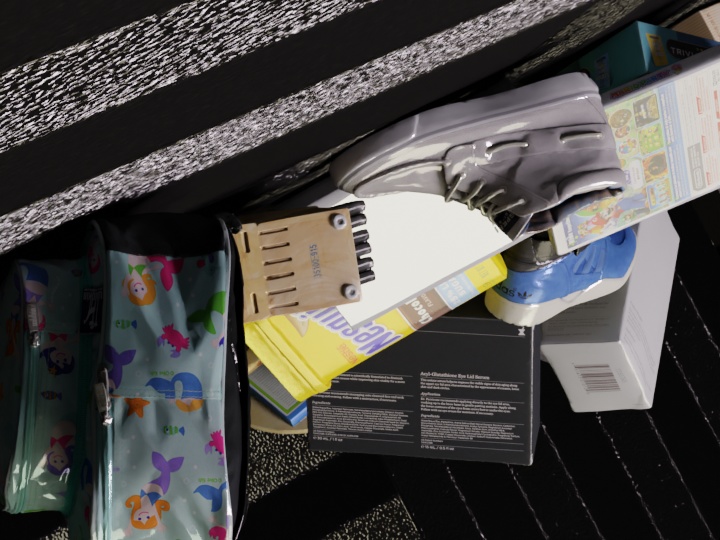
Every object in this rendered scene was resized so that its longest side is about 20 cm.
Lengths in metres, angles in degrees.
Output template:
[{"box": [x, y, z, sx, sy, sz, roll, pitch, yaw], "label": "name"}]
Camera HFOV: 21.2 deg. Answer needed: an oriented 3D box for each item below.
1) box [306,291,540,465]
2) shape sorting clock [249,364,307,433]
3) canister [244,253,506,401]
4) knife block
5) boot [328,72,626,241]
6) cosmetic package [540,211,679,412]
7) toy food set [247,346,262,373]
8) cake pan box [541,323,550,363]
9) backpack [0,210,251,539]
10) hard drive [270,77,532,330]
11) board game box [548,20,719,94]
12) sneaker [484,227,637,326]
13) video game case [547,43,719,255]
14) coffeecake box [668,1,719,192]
[{"box": [0.055, 0.084, 1.671, 0.199, 0.141, 0.079, 3, -153, 10], "label": "box"}, {"box": [-0.069, 0.086, 1.964, 0.200, 0.200, 0.039, -27, 148, -21], "label": "shape sorting clock"}, {"box": [0.000, 0.000, 1.531, 0.200, 0.087, 0.149, -30, 132, 9], "label": "canister"}, {"box": [-0.078, -0.005, 1.302, 0.200, 0.064, 0.175, -11, -175, -22], "label": "knife block"}, {"box": [0.085, -0.064, 1.327, 0.200, 0.096, 0.074, -18, 166, -6], "label": "boot"}, {"box": [0.231, 0.016, 1.762, 0.081, 0.113, 0.200, -4, -130, 24], "label": "cosmetic package"}, {"box": [-0.121, 0.054, 1.715, 0.200, 0.049, 0.198, -32, -166, 39], "label": "toy food set"}, {"box": [0.103, 0.016, 1.811, 0.052, 0.200, 0.184, -62, 149, -12], "label": "cake pan box"}, {"box": [-0.131, 0.078, 1.063, 0.150, 0.201, 0.178, -6, 172, -16], "label": "backpack"}, {"box": [0.050, -0.046, 1.431, 0.200, 0.132, 0.027, -29, -139, 8], "label": "hard drive"}, {"box": [0.216, -0.128, 1.565, 0.151, 0.047, 0.200, 8, 155, -35], "label": "board game box"}, {"box": [0.183, -0.035, 1.625, 0.200, 0.077, 0.111, -24, 137, -45], "label": "sneaker"}, {"box": [0.231, -0.098, 1.489, 0.200, 0.018, 0.143, -23, 140, -3], "label": "video game case"}, {"box": [0.363, -0.170, 1.700, 0.200, 0.154, 0.073, -26, 177, -44], "label": "coffeecake box"}]
